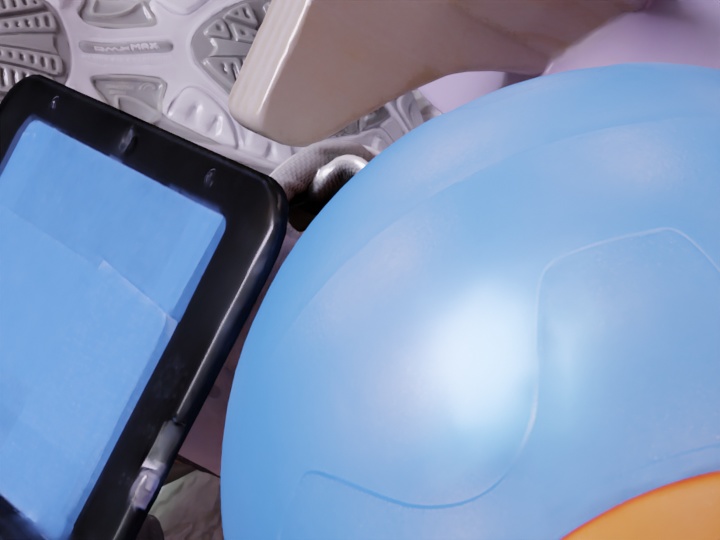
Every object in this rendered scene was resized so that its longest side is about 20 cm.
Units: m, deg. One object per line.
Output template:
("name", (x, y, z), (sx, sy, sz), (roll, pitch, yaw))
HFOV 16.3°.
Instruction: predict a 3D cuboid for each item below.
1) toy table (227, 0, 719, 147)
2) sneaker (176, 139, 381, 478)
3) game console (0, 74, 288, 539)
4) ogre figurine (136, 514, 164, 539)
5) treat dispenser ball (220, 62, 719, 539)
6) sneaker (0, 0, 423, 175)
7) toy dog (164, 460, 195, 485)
("toy table", (0.044, -0.110, 0.768), (0.200, 0.117, 0.185), (9, 80, 49))
("sneaker", (0.000, 0.000, 0.737), (0.075, 0.200, 0.081), (27, 109, 12))
("game console", (-0.133, 0.027, 0.667), (0.200, 0.175, 0.117), (25, 121, 60))
("ogre figurine", (-0.086, 0.157, 0.741), (0.120, 0.098, 0.200), (-106, 25, -48))
("treat dispenser ball", (0.066, 0.051, 0.602), (0.200, 0.201, 0.201), (-25, 46, 28))
("sneaker", (-0.078, -0.051, 0.854), (0.099, 0.199, 0.078), (133, 138, -55))
("toy dog", (-0.080, 0.067, 0.840), (0.200, 0.096, 0.132), (-36, 45, 38))
